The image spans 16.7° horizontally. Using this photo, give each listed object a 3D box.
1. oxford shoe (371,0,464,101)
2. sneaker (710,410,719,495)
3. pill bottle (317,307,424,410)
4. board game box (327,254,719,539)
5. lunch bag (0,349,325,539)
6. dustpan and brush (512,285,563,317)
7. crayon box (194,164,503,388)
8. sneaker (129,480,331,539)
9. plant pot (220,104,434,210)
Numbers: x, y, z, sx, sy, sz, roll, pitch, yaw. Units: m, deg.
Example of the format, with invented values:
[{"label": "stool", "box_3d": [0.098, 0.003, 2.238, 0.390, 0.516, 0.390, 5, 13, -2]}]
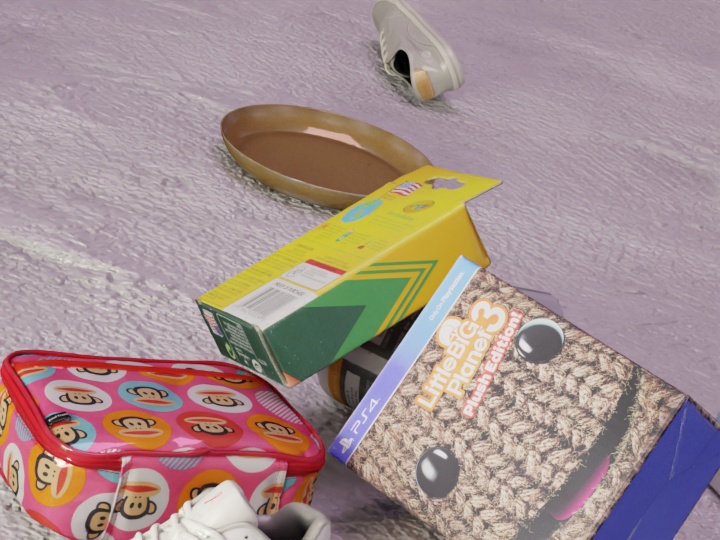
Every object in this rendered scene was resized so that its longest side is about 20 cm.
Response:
[{"label": "oxford shoe", "box_3d": [0.044, -0.227, 2.503, 0.057, 0.076, 0.200, -28, 32, -7]}, {"label": "sneaker", "box_3d": [0.313, 0.150, 1.756, 0.073, 0.083, 0.200, -2, 28, -33]}, {"label": "pill bottle", "box_3d": [0.077, 0.076, 1.738, 0.199, 0.117, 0.116, 26, 24, 23]}, {"label": "board game box", "box_3d": [0.110, 0.114, 1.578, 0.199, 0.160, 0.097, 32, -5, 36]}, {"label": "lunch bag", "box_3d": [-0.136, 0.110, 1.579, 0.199, 0.083, 0.176, 5, 20, -27]}, {"label": "dustpan and brush", "box_3d": [0.101, 0.064, 1.878, 0.138, 0.058, 0.200, 9, 16, -10]}, {"label": "crayon box", "box_3d": [0.000, 0.000, 1.662, 0.199, 0.051, 0.127, -31, 19, -16]}, {"label": "sneaker", "box_3d": [-0.104, 0.166, 1.428, 0.199, 0.100, 0.078, -2, 27, -35]}, {"label": "plant pot", "box_3d": [-0.031, -0.098, 2.193, 0.198, 0.028, 0.200, 12, 23, -5]}]
